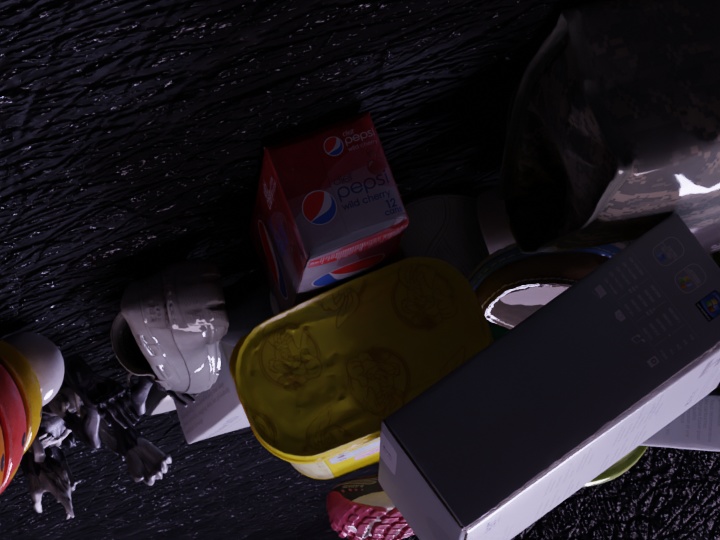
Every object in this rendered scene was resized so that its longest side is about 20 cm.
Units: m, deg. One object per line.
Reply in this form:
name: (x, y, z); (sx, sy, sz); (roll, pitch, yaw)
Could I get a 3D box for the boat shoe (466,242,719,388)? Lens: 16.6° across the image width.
boat shoe: (0.157, 0.030, 1.500); (0.199, 0.073, 0.072); (7, 141, -29)

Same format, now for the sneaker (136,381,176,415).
sneaker: (-0.070, 0.077, 1.819); (0.199, 0.081, 0.074); (-16, 170, -17)

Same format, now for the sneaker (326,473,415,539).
sneaker: (0.058, 0.124, 1.622); (0.199, 0.075, 0.081); (-18, 168, -35)

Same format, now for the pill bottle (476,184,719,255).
pill bottle: (0.178, -0.051, 1.555); (0.199, 0.111, 0.111); (-24, 169, 18)

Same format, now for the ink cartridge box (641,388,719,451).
ink cartridge box: (0.256, 0.093, 1.603); (0.198, 0.047, 0.197); (2, -179, 19)

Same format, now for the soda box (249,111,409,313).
soda box: (-0.020, -0.025, 1.414); (0.063, 0.070, 0.200); (-19, 170, -10)

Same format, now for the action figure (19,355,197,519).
action figure: (-0.196, 0.119, 1.726); (0.118, 0.102, 0.200); (-27, 174, -36)

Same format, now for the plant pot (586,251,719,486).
plant pot: (0.173, 0.028, 1.801); (0.199, 0.201, 0.184); (-14, 156, -33)

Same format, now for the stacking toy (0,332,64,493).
stacking toy: (-0.238, 0.082, 1.479); (0.146, 0.147, 0.200); (-27, -174, 32)

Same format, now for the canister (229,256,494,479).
canister: (0.005, 0.065, 1.482); (0.148, 0.087, 0.200); (-24, 170, -2)

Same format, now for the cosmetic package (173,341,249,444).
cosmetic package: (-0.031, 0.050, 1.741); (0.199, 0.082, 0.113); (-16, 169, -27)

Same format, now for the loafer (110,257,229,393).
loafer: (-0.124, 0.037, 1.560); (0.069, 0.070, 0.200); (-9, 164, -8)

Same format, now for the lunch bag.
lunch bag: (0.173, -0.080, 1.376); (0.163, 0.118, 0.200); (-13, 163, -15)

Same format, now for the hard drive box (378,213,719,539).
hard drive box: (0.111, 0.074, 1.368); (0.199, 0.077, 0.156); (-35, 167, -11)

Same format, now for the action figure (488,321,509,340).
action figure: (0.146, 0.010, 1.641); (0.118, 0.055, 0.200); (16, -129, 37)

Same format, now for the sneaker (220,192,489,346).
sneaker: (0.000, 0.000, 1.627); (0.199, 0.075, 0.106); (-15, -179, -35)
